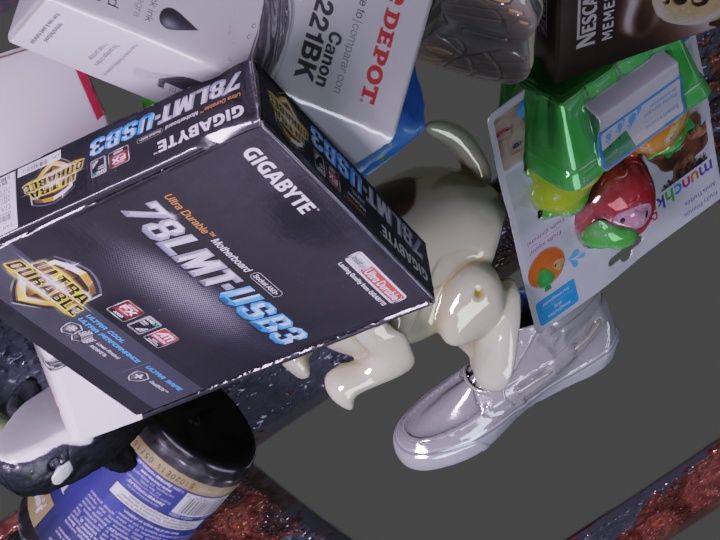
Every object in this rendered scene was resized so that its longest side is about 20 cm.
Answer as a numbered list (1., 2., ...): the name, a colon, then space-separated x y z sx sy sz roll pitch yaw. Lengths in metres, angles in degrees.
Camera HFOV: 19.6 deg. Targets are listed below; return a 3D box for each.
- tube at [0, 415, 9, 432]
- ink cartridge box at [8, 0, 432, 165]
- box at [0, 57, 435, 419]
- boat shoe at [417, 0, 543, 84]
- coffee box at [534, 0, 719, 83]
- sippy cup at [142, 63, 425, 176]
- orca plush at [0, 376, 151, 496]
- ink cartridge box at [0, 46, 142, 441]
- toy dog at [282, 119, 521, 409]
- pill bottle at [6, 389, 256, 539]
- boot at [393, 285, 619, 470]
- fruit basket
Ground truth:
1. tube: -0.286 0.098 1.399 0.058 0.052 0.200 3 153 21
2. ink cartridge box: -0.064 -0.157 1.104 0.200 0.145 0.084 21 163 -19
3. box: -0.091 -0.009 1.120 0.198 0.050 0.200 -21 144 19
4. boat shoe: 0.082 -0.167 1.271 0.074 0.073 0.200 18 169 -4
5. coffee box: 0.196 -0.211 1.320 0.200 0.080 0.113 -20 142 -12
6. sippy cup: -0.038 -0.095 1.236 0.130 0.178 0.140 -27 117 24
7. orca plush: -0.170 0.097 1.372 0.105 0.200 0.071 -5 118 19
8. ink cartridge box: -0.174 -0.016 1.256 0.084 0.145 0.200 -20 141 -10
9. toy dog: 0.000 0.000 1.395 0.200 0.140 0.194 -3 122 -30
10. pill bottle: -0.174 0.167 1.491 0.112 0.112 0.200 19 122 -44
11. boot: 0.102 0.068 1.597 0.200 0.074 0.096 -33 137 -9
12. fruit basket: 0.174 -0.074 1.411 0.185 0.094 0.200 -35 128 -20
